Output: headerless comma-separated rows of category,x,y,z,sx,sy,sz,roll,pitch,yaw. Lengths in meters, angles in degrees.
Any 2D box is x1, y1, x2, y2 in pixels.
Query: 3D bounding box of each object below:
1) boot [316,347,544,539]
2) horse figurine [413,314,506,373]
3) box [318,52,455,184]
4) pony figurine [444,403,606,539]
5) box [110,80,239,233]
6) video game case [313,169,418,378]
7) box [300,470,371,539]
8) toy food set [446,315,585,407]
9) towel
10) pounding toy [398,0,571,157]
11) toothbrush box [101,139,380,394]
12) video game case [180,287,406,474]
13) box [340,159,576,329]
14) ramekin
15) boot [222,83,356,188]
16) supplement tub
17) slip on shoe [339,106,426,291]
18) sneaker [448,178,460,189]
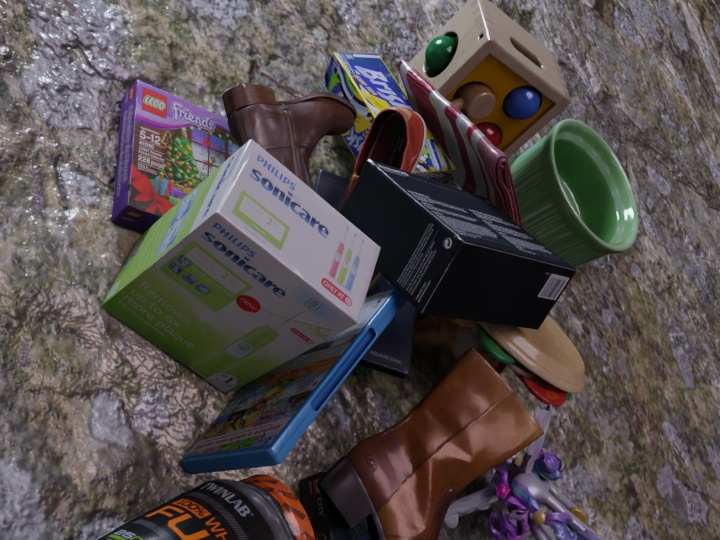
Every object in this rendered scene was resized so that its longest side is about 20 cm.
boot,0.086,0.204,0.816,0.198,0.069,0.190,-35,82,-15
horse figurine,0.121,0.064,1.052,0.199,0.049,0.135,39,53,-27
box,0.025,-0.160,1.020,0.069,0.065,0.202,-5,52,-33
pony figurine,0.167,0.230,0.930,0.201,0.166,0.193,49,4,9
box,-0.145,-0.086,0.884,0.197,0.039,0.140,19,56,-37
video game case,0.000,0.000,0.950,0.140,0.019,0.204,19,59,-12
box,0.018,0.292,0.839,0.135,0.037,0.205,11,62,-41
toy food set,0.167,0.068,0.978,0.199,0.049,0.198,50,20,29
towel,0.109,-0.133,0.998,0.201,0.023,0.145,53,-8,37
pounding toy,0.135,-0.222,1.147,0.198,0.184,0.144,26,40,-32
toothbrush box,-0.103,0.006,0.756,0.145,0.198,0.087,38,46,-22
video game case,-0.056,0.095,0.776,0.018,0.142,0.200,53,50,-15
box,0.092,-0.021,0.851,0.198,0.080,0.141,11,28,-48
ramekin,0.302,-0.104,1.288,0.197,0.097,0.204,22,55,-35
boot,-0.051,-0.077,0.902,0.184,0.064,0.205,-4,75,-46
supplement tub,-0.131,0.235,0.662,0.198,0.122,0.125,-20,82,-48
slip on shoe,0.011,-0.073,0.906,0.061,0.073,0.204,25,85,-66
sneaker,0.061,-0.073,1.060,0.081,0.075,0.202,38,46,-10
